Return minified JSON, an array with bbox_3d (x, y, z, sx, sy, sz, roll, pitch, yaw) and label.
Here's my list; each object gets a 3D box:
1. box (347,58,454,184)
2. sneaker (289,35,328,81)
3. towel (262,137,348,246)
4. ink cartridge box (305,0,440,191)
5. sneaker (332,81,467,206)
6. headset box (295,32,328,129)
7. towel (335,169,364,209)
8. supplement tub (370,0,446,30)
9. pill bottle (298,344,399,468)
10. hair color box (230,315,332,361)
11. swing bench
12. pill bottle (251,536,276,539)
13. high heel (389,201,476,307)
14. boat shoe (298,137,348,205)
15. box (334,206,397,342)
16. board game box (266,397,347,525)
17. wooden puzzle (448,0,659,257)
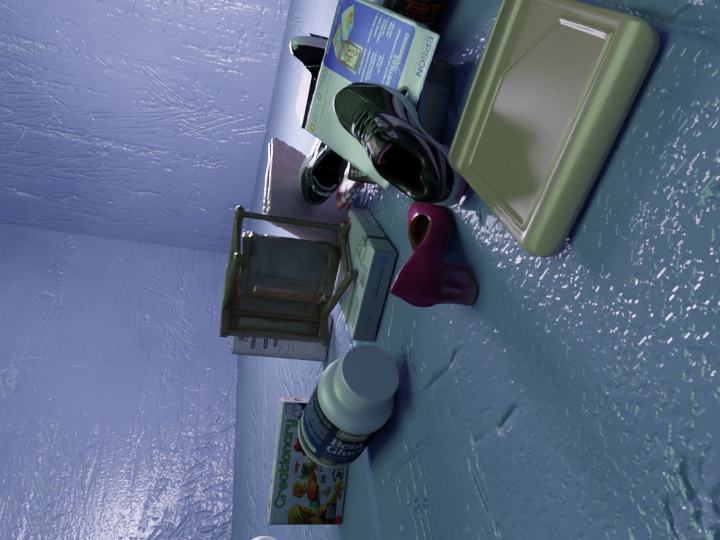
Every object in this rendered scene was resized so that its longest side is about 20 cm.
[{"bbox_3d":[0.049,-0.202,0.792,0.199,0.048,0.161,-156,73,-63],"label":"box"},{"bbox_3d":[-0.047,-0.328,0.988,0.072,0.198,0.114,10,92,43],"label":"sneaker"},{"bbox_3d":[-0.095,-0.133,1.049,0.032,0.198,0.194,-32,47,37],"label":"towel"},{"bbox_3d":[0.016,-0.238,0.739,0.200,0.043,0.200,43,126,37],"label":"ink cartridge box"},{"bbox_3d":[0.035,-0.151,0.642,0.200,0.086,0.081,42,122,21],"label":"sneaker"},{"bbox_3d":[-0.091,-0.438,1.325,0.175,0.091,0.203,-109,30,-57],"label":"headset box"},{"bbox_3d":[0.004,-0.221,0.968,0.201,0.030,0.148,-52,33,38],"label":"towel"},{"bbox_3d":[0.062,-0.374,0.768,0.201,0.105,0.108,120,152,-54],"label":"supplement tub"},{"bbox_3d":[-0.016,0.192,0.791,0.201,0.109,0.112,115,155,-47],"label":"pill bottle"},{"bbox_3d":[-0.165,0.127,1.160,0.060,0.197,0.102,-148,67,-71],"label":"hair color box"},{"bbox_3d":[-0.131,0.018,0.959,0.131,0.196,0.202,-99,23,-44],"label":"swing bench"},{"bbox_3d":[-0.242,0.708,1.334,0.201,0.110,0.113,117,154,-48],"label":"pill bottle"},{"bbox_3d":[0.060,-0.029,0.649,0.202,0.094,0.068,-102,26,-48],"label":"high heel"},{"bbox_3d":[-0.060,-0.159,0.930,0.200,0.071,0.069,128,148,-55],"label":"boat shoe"},{"bbox_3d":[0.000,0.000,0.936,0.200,0.040,0.158,-119,39,-62],"label":"box"},{"bbox_3d":[-0.084,0.321,0.938,0.035,0.124,0.204,179,97,-73],"label":"board game box"},{"bbox_3d":[0.155,-0.138,0.494,0.201,0.037,0.187,-116,36,-54],"label":"wooden puzzle"}]
